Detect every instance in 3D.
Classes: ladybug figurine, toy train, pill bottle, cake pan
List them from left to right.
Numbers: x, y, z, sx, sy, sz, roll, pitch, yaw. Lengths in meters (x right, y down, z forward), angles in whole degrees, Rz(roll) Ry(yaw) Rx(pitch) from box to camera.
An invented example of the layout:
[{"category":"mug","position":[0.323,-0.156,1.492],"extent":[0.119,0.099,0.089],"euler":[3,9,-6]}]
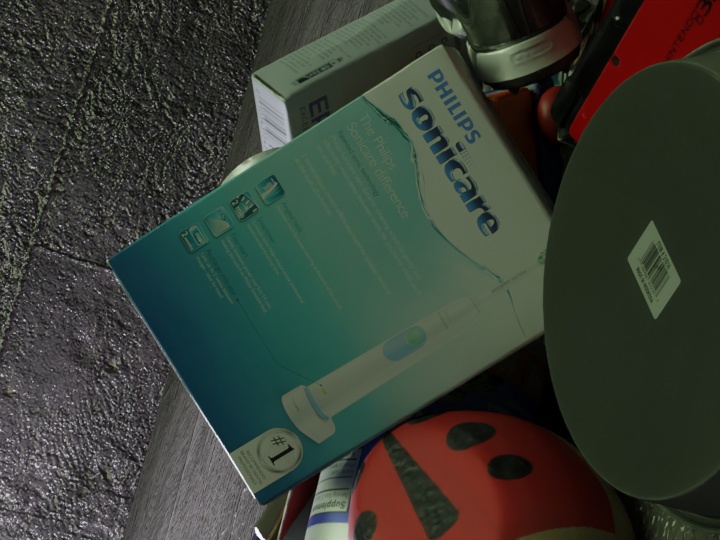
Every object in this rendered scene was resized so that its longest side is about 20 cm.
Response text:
[{"category":"pill bottle","position":[0.032,0.127,1.027],"extent":[0.112,0.112,0.201],"euler":[133,153,-66]},{"category":"toy train","position":[0.060,-0.086,1.048],"extent":[0.085,0.116,0.201],"euler":[-9,82,42]},{"category":"ladybug figurine","position":[0.051,0.127,0.881],"extent":[0.136,0.072,0.200],"euler":[-44,31,0]},{"category":"cake pan","position":[0.131,0.004,0.751],"extent":[0.200,0.037,0.201],"euler":[-176,90,-66]}]

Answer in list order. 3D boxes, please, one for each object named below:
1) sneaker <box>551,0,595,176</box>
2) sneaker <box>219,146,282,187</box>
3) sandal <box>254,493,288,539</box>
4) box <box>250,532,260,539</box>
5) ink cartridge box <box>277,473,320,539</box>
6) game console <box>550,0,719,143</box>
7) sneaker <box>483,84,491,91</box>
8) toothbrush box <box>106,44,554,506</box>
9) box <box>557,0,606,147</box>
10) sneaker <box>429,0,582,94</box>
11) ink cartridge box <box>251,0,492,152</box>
[{"category":"sneaker","position":[0.106,-0.071,1.154],"extent":[0.090,0.078,0.200],"euler":[-27,-41,-75]},{"category":"sneaker","position":[-0.056,0.025,1.089],"extent":[0.201,0.072,0.115],"euler":[118,132,-63]},{"category":"sandal","position":[-0.030,0.072,1.152],"extent":[0.200,0.054,0.082],"euler":[-68,-10,15]},{"category":"box","position":[-0.048,0.287,1.190],"extent":[0.200,0.104,0.148],"euler":[-84,17,-52]},{"category":"ink cartridge box","position":[0.005,0.113,1.150],"extent":[0.200,0.045,0.176],"euler":[-53,-15,-48]},{"category":"game console","position":[0.178,-0.131,0.826],"extent":[0.119,0.172,0.200],"euler":[-23,-28,-41]},{"category":"sneaker","position":[0.047,-0.064,1.329],"extent":[0.200,0.091,0.076],"euler":[-62,4,36]},{"category":"toothbrush box","position":[0.000,0.000,0.948],"extent":[0.200,0.147,0.085],"euler":[-33,1,9]},{"category":"box","position":[0.165,-0.148,0.971],"extent":[0.200,0.050,0.075],"euler":[120,166,-45]},{"category":"sneaker","position":[0.064,-0.161,0.975],"extent":[0.200,0.066,0.091],"euler":[-105,-10,-68]},{"category":"ink cartridge box","position":[0.032,-0.077,1.164],"extent":[0.041,0.200,0.200],"euler":[39,150,37]}]
